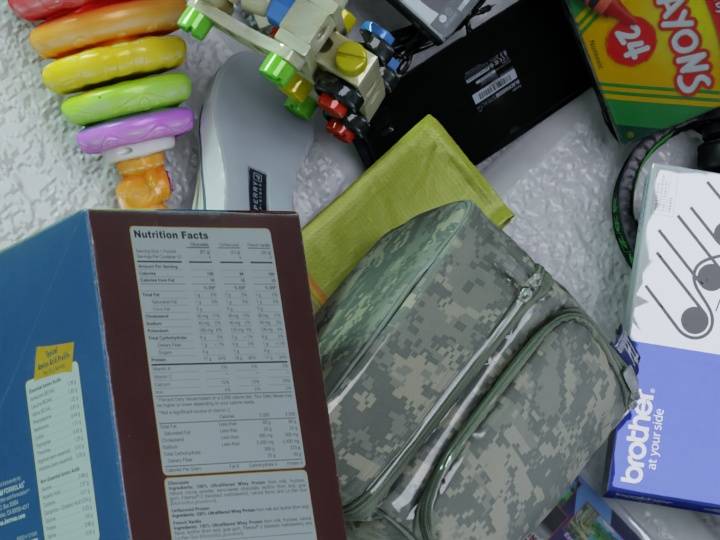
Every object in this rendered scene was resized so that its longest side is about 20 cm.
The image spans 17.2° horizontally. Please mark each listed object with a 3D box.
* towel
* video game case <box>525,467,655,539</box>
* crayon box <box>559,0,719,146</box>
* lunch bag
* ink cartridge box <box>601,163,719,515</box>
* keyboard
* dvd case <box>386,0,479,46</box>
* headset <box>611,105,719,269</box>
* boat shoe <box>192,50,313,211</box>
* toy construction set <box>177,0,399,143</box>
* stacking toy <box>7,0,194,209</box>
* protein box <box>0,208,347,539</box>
[{"bbox_3d":[0.000,0.000,1.420,0.200,0.018,0.086,-43,101,-19],"label":"towel"},{"bbox_3d":[0.072,0.177,1.408,0.200,0.023,0.182,46,67,-2],"label":"video game case"},{"bbox_3d":[0.227,-0.175,1.469,0.199,0.051,0.127,-23,110,3],"label":"crayon box"},{"bbox_3d":[0.049,0.082,1.346,0.168,0.139,0.200,45,67,-14],"label":"lunch bag"},{"bbox_3d":[0.205,0.043,1.427,0.094,0.044,0.201,9,79,2],"label":"ink cartridge box"},{"bbox_3d":[0.069,-0.128,1.487,0.200,0.040,0.104,-34,112,-24],"label":"keyboard"},{"bbox_3d":[0.020,-0.255,1.412,0.200,0.025,0.150,41,79,-7],"label":"dvd case"},{"bbox_3d":[0.255,-0.049,1.514,0.199,0.094,0.124,-20,83,-6],"label":"headset"},{"bbox_3d":[-0.072,-0.041,1.389,0.071,0.070,0.201,20,46,-26],"label":"boat shoe"},{"bbox_3d":[-0.041,-0.141,1.370,0.131,0.200,0.092,32,98,8],"label":"toy construction set"},{"bbox_3d":[-0.137,-0.102,1.378,0.109,0.116,0.201,-14,92,-18],"label":"stacking toy"},{"bbox_3d":[-0.126,0.088,1.254,0.134,0.198,0.201,1,75,-38],"label":"protein box"}]
